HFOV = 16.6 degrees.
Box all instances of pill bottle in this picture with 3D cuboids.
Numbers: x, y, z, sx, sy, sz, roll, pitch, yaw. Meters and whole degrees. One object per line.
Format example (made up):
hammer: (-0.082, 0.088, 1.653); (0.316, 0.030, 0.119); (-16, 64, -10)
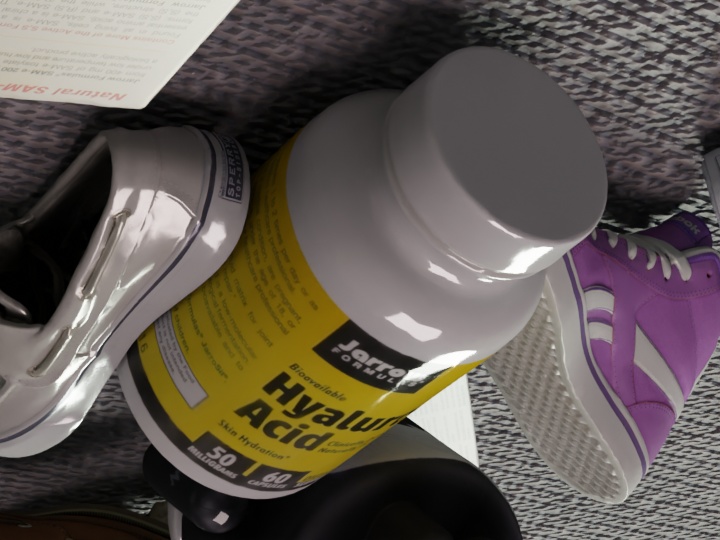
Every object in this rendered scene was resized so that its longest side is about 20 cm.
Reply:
pill bottle: (0.000, 0.000, 0.937); (0.111, 0.111, 0.200); (6, 149, -36)

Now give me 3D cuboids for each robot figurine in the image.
robot figurine: (-0.008, 0.121, 1.078); (0.125, 0.200, 0.150); (-28, 116, -17)

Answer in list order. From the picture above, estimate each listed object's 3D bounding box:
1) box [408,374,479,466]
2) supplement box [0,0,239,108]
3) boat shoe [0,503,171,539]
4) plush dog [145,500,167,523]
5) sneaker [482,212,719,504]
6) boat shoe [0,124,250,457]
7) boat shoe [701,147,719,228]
box: (0.029, 0.047, 1.145); (0.041, 0.039, 0.200); (-12, 156, 1)
supplement box: (-0.075, -0.126, 0.663); (0.126, 0.074, 0.200); (4, 151, -34)
boat shoe: (-0.163, 0.146, 1.140); (0.200, 0.072, 0.068); (9, -165, -2)
plush dog: (-0.103, 0.164, 1.265); (0.172, 0.160, 0.200); (-27, -176, -1)
sneaker: (0.096, -0.004, 1.049); (0.073, 0.114, 0.200); (22, 152, 38)
boat shoe: (-0.119, 0.009, 0.950); (0.066, 0.072, 0.200); (12, 147, -34)
boat shoe: (0.199, 0.003, 1.087); (0.067, 0.074, 0.200); (-14, 156, 10)
